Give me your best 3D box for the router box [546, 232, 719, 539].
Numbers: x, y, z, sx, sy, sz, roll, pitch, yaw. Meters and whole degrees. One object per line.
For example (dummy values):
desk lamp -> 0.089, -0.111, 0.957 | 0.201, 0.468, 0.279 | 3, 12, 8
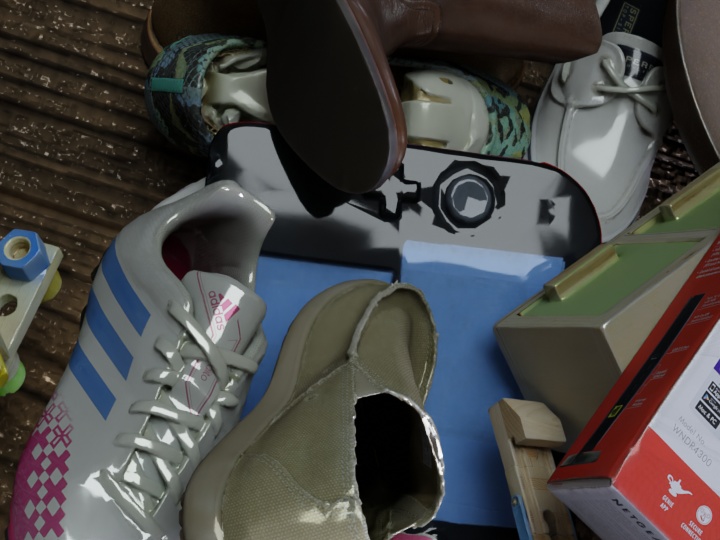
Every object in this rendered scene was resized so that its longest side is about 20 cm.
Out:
router box -> 0.197, 0.078, 0.667 | 0.200, 0.049, 0.180 | 43, 68, -12

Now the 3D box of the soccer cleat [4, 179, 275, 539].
soccer cleat -> -0.075, 0.049, 0.630 | 0.070, 0.086, 0.201 | 32, 44, -30

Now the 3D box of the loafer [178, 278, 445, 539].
loafer -> 0.000, 0.064, 0.631 | 0.068, 0.076, 0.200 | -3, 25, 20

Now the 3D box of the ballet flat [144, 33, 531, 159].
ballet flat -> 0.000, -0.070, 0.802 | 0.199, 0.074, 0.075 | 2, 60, -21

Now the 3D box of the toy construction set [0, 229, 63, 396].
toy construction set -> -0.182, 0.070, 0.647 | 0.130, 0.092, 0.201 | -8, 46, 5

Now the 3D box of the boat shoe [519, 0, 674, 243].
boat shoe -> 0.134, -0.094, 0.881 | 0.072, 0.066, 0.200 | 27, 56, -3

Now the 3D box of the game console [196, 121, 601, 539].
game console -> 0.013, 0.045, 0.734 | 0.176, 0.031, 0.201 | 8, 84, -16

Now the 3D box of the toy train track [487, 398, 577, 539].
toy train track -> 0.090, 0.137, 0.654 | 0.114, 0.033, 0.201 | 10, 54, -37

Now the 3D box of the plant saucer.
plant saucer -> 0.217, -0.083, 0.889 | 0.200, 0.032, 0.201 | 23, 55, -37

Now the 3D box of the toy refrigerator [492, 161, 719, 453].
toy refrigerator -> 0.158, -0.002, 0.737 | 0.200, 0.076, 0.070 | -34, 105, -27

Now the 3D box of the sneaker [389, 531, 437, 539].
sneaker -> -0.046, 0.149, 0.668 | 0.199, 0.088, 0.074 | -10, 64, 7

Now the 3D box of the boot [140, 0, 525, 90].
boot -> -0.003, -0.120, 0.845 | 0.199, 0.076, 0.074 | 3, 58, -19

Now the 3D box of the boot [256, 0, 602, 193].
boot -> 0.046, -0.104, 0.771 | 0.199, 0.064, 0.187 | 3, 48, -36

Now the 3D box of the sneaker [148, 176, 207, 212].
sneaker -> 0.000, 0.000, 0.774 | 0.199, 0.075, 0.100 | 2, 61, -18
